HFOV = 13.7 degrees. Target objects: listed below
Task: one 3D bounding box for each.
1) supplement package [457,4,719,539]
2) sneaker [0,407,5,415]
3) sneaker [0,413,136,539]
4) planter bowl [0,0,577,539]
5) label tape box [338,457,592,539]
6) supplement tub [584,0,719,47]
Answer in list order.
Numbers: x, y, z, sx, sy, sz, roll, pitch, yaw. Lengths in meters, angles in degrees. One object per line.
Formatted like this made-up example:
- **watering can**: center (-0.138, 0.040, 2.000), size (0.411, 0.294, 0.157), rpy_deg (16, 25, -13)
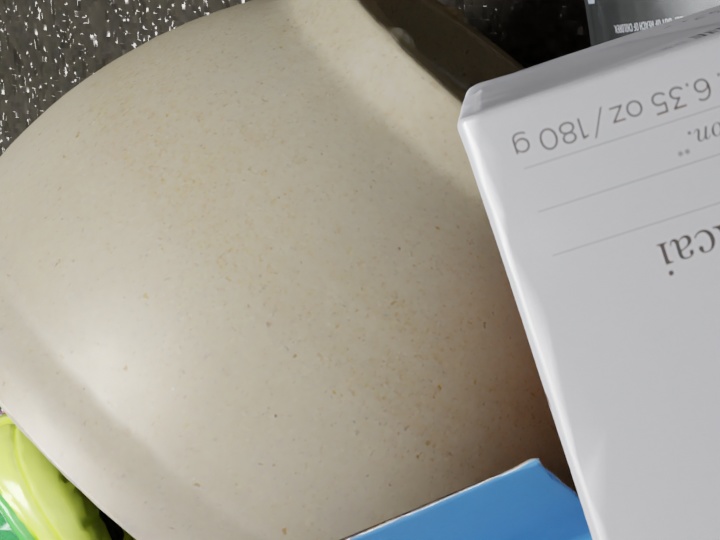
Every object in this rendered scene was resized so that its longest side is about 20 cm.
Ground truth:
- **supplement package**: center (0.106, 0.043, 0.597), size (0.120, 0.121, 0.200), rpy_deg (-70, -39, -84)
- **sneaker**: center (-0.115, 0.098, 0.908), size (0.108, 0.067, 0.202), rpy_deg (42, 125, 17)
- **sneaker**: center (-0.077, 0.133, 0.813), size (0.083, 0.074, 0.200), rpy_deg (-17, 103, 11)
- **planter bowl**: center (0.000, 0.000, 0.827), size (0.135, 0.200, 0.200), rpy_deg (-50, 59, 13)
- **label tape box**: center (0.035, 0.134, 0.760), size (0.144, 0.200, 0.063), rpy_deg (-25, 55, 20)
- **supplement tub**: center (0.124, -0.002, 0.713), size (0.122, 0.122, 0.200), rpy_deg (-3, 99, 50)
